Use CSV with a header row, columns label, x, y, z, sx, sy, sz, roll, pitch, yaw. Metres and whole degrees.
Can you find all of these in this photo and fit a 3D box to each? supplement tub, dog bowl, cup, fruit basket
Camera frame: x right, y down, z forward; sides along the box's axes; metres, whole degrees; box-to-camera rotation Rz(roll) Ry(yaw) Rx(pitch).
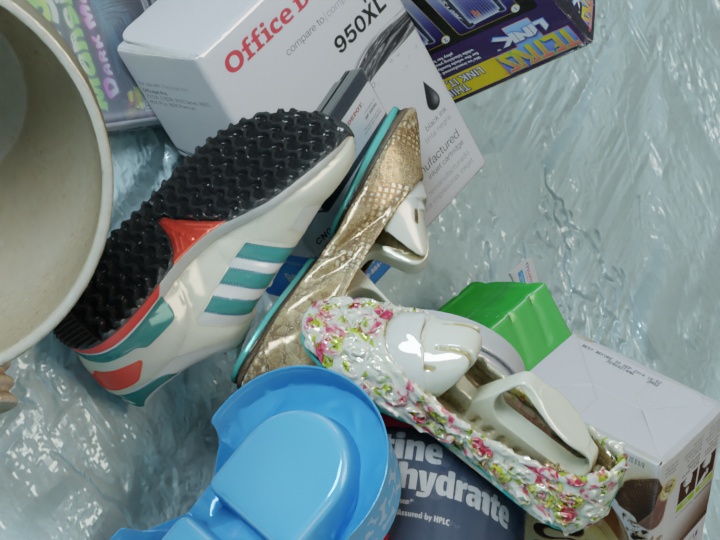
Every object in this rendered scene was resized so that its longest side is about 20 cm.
label,x,y,z,sx,sy,sz,roll,pitch,yaw
supplement tub,0.026,0.137,1.188,0.140,0.140,0.200,42,43,-37
dog bowl,-0.058,0.145,1.089,0.200,0.111,0.050,-50,147,-5
cup,-0.212,-0.065,0.969,0.200,0.200,0.143,57,9,-21
fruit basket,0.087,0.115,1.402,0.185,0.094,0.200,-38,127,-48

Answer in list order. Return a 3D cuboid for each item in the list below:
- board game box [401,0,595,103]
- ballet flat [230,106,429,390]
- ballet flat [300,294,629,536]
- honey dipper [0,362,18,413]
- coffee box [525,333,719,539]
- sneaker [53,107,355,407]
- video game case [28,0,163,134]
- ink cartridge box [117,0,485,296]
label,x,y,z,sx,sy,sz,roll,pitch,yaw
board game box,0.024,-0.176,1.331,0.165,0.200,0.057,41,40,-39
ballet flat,0.000,0.000,1.183,0.065,0.071,0.200,28,75,5
ballet flat,0.063,0.065,1.120,0.200,0.064,0.076,34,43,-8
honey dipper,-0.211,-0.024,1.063,0.038,0.038,0.200,5,69,-55
coffee box,0.153,0.157,1.319,0.080,0.113,0.200,-36,140,-40
sneaker,-0.078,-0.005,1.156,0.200,0.070,0.093,-42,139,-14
video game case,-0.185,-0.172,1.186,0.182,0.023,0.200,-16,87,-57
ink cartridge box,-0.032,-0.098,1.246,0.145,0.084,0.200,-47,126,-24
